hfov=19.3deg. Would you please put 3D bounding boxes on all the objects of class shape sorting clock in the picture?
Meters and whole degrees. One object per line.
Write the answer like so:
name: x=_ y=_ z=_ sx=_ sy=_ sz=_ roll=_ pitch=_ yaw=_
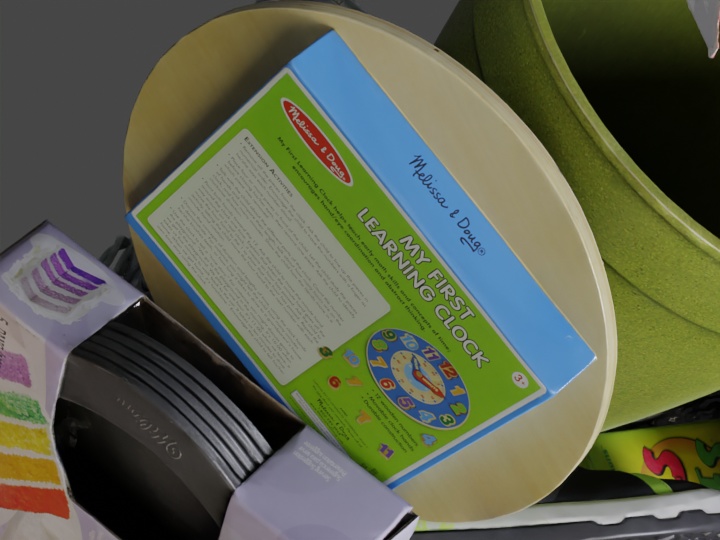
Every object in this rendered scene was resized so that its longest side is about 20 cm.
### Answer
shape sorting clock: x=0.000 y=0.000 z=0.730 sx=0.039 sy=0.200 sz=0.200 roll=-40 pitch=155 yaw=-39

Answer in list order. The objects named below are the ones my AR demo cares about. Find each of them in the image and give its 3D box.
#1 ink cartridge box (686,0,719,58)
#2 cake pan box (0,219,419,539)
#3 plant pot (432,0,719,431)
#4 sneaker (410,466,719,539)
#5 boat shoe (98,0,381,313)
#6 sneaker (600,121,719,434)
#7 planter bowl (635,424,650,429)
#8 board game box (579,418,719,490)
ink cartridge box: x=0.093 y=-0.185 z=0.590 sx=0.050 sy=0.200 sz=0.161 roll=-12 pitch=139 yaw=-6
cake pan box: x=-0.080 y=0.100 z=0.819 sx=0.052 sy=0.184 sz=0.200 roll=-42 pitch=162 yaw=-39
plant pot: x=0.088 y=-0.027 z=0.789 sx=0.200 sy=0.201 sz=0.193 roll=13 pitch=143 yaw=-29
sneaker: x=0.055 y=0.086 z=0.857 sx=0.199 sy=0.083 sz=0.072 roll=-1 pitch=148 yaw=-13
boat shoe: x=-0.054 y=-0.028 z=0.818 sx=0.065 sy=0.074 sz=0.202 roll=39 pitch=124 yaw=4
sneaker: x=0.139 y=-0.001 z=0.919 sx=0.082 sy=0.075 sz=0.200 roll=-6 pitch=145 yaw=-36
planter bowl: x=0.073 y=0.173 z=1.023 sx=0.199 sy=0.135 sz=0.201 roll=-9 pitch=137 yaw=-8
board game box: x=0.168 y=0.123 z=0.975 sx=0.200 sy=0.102 sz=0.048 roll=-2 pitch=153 yaw=-44
